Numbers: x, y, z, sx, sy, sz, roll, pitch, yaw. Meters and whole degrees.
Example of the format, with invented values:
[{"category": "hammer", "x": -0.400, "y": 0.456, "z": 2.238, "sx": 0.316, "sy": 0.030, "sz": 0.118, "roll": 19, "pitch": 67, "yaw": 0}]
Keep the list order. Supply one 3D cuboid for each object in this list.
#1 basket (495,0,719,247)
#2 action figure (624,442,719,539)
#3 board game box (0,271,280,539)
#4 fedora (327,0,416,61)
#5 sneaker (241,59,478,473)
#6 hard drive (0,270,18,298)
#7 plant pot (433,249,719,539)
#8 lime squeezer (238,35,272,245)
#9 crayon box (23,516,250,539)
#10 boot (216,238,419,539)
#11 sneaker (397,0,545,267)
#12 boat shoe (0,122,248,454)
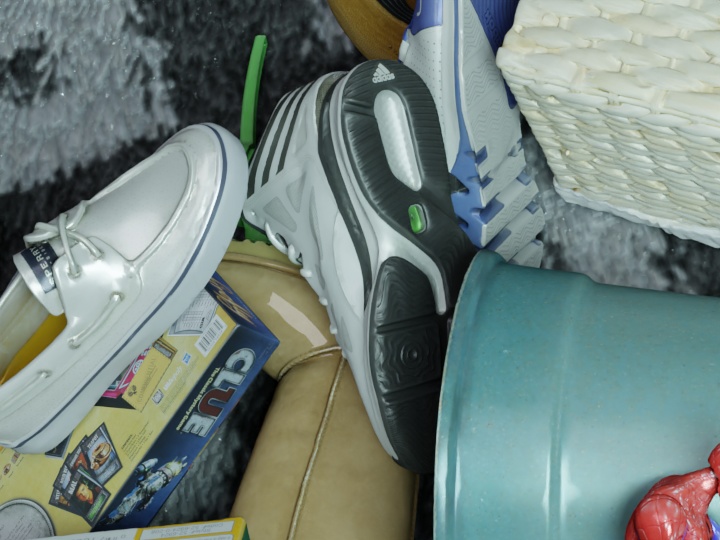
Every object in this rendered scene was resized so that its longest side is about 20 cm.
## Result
[{"category": "basket", "x": 0.199, "y": -0.122, "z": 0.933, "sx": 0.199, "sy": 0.161, "sz": 0.199, "roll": 18, "pitch": 78, "yaw": 25}, {"category": "action figure", "x": 0.116, "y": 0.161, "z": 0.763, "sx": 0.099, "sy": 0.065, "sz": 0.200, "roll": 35, "pitch": 104, "yaw": 11}, {"category": "board game box", "x": -0.142, "y": 0.074, "z": 0.989, "sx": 0.200, "sy": 0.035, "sz": 0.135, "roll": -54, "pitch": 49, "yaw": 10}, {"category": "fedora", "x": 0.060, "y": -0.194, "z": 1.042, "sx": 0.200, "sy": 0.082, "sz": 0.202, "roll": 5, "pitch": 97, "yaw": 43}, {"category": "sneaker", "x": 0.000, "y": 0.000, "z": 0.960, "sx": 0.115, "sy": 0.075, "sz": 0.202, "roll": -3, "pitch": 98, "yaw": 56}, {"category": "hard drive", "x": -0.176, "y": 0.100, "z": 1.073, "sx": 0.134, "sy": 0.042, "sz": 0.201, "roll": 20, "pitch": 79, "yaw": 27}, {"category": "plant pot", "x": 0.148, "y": 0.092, "z": 0.869, "sx": 0.195, "sy": 0.200, "sz": 0.201, "roll": 1, "pitch": 72, "yaw": 14}, {"category": "lime squeezer", "x": -0.043, "y": -0.048, "z": 1.075, "sx": 0.071, "sy": 0.038, "sz": 0.200, "roll": -35, "pitch": 62, "yaw": 7}, {"category": "crayon box", "x": -0.120, "y": 0.183, "z": 0.820, "sx": 0.125, "sy": 0.200, "sz": 0.052, "roll": -7, "pitch": 112, "yaw": 9}, {"category": "boot", "x": -0.047, "y": 0.088, "z": 0.975, "sx": 0.174, "sy": 0.066, "sz": 0.201, "roll": 9, "pitch": 61, "yaw": 13}, {"category": "sneaker", "x": 0.026, "y": -0.075, "z": 0.986, "sx": 0.115, "sy": 0.200, "sz": 0.081, "roll": 13, "pitch": 32, "yaw": 30}, {"category": "boat shoe", "x": -0.136, "y": 0.004, "z": 0.940, "sx": 0.200, "sy": 0.070, "sz": 0.071, "roll": -48, "pitch": 49, "yaw": 15}]
